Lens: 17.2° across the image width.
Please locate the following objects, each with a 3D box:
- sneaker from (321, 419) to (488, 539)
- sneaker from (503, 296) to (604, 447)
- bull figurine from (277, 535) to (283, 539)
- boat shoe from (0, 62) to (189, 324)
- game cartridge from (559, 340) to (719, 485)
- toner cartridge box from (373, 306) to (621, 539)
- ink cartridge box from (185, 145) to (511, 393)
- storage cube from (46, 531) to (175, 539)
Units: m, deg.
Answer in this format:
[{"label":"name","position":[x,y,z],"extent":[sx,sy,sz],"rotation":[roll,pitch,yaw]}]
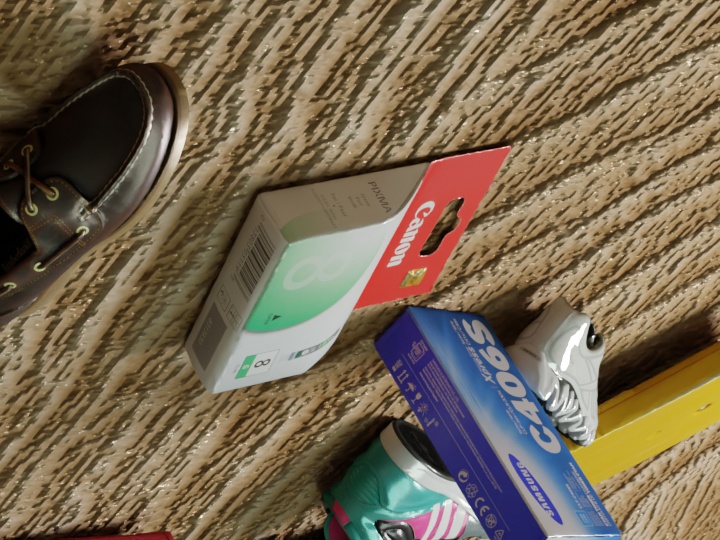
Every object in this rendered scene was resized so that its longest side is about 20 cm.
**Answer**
[{"label":"sneaker","position":[0.035,0.197,1.864],"extent":[0.121,0.084,0.200],"rotation":[-41,144,9]},{"label":"sneaker","position":[0.157,0.078,1.809],"extent":[0.081,0.075,0.200],"rotation":[-56,162,-6]},{"label":"bull figurine","position":[-0.019,0.249,1.925],"extent":[0.199,0.065,0.122],"rotation":[-15,153,-24]},{"label":"boat shoe","position":[-0.168,-0.036,1.273],"extent":[0.070,0.071,0.200],"rotation":[-3,143,-49]},{"label":"game cartridge","position":[0.238,0.124,1.987],"extent":[0.199,0.033,0.176],"rotation":[-25,162,-8]},{"label":"toner cartridge box","position":[0.095,0.117,1.662],"extent":[0.095,0.201,0.043],"rotation":[6,135,-50]},{"label":"ink cartridge box","position":[0.000,0.000,1.537],"extent":[0.199,0.050,0.161],"rotation":[-10,147,-32]},{"label":"storage cube","position":[-0.212,0.308,1.684],"extent":[0.179,0.201,0.171],"rotation":[1,141,-36]}]
